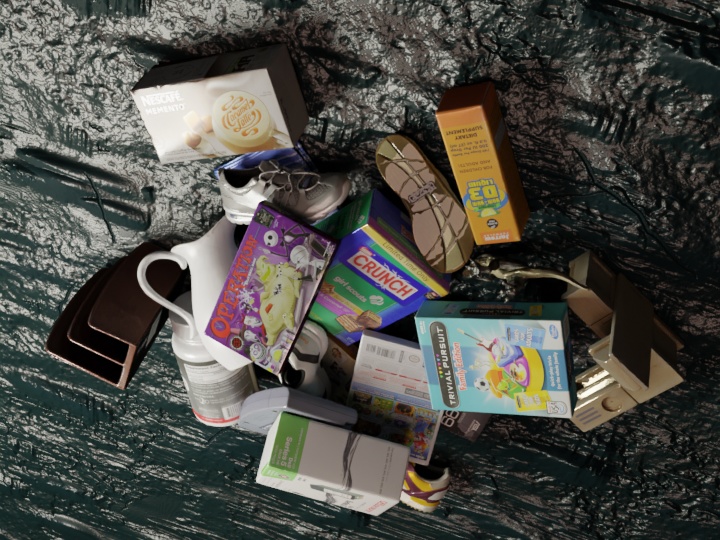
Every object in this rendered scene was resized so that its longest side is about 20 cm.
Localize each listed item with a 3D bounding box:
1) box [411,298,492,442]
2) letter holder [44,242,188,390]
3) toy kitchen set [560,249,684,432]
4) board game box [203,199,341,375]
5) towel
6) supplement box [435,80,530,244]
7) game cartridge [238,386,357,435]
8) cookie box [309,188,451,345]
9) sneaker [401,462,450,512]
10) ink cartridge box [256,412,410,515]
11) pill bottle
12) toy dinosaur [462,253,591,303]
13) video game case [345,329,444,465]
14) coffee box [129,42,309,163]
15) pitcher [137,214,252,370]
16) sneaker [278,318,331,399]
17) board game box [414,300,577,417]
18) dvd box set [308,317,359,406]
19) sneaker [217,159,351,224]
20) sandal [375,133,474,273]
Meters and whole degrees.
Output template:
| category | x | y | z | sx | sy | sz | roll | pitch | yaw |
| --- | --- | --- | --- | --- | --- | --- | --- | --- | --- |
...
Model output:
| category | x | y | z | sx | sy | sz | roll | pitch | yaw |
| --- | --- | --- | --- | --- | --- | --- | --- | --- | --- |
| box | 0.140 | 0.150 | 1.515 | 0.156 | 0.050 | 0.201 | 25 | 131 | 0 |
| letter holder | -0.361 | 0.049 | 1.504 | 0.141 | 0.201 | 0.101 | 25 | 130 | -2 |
| toy kitchen set | 0.305 | 0.125 | 1.369 | 0.200 | 0.164 | 0.180 | 42 | 128 | -15 |
| board game box | -0.118 | 0.024 | 1.343 | 0.119 | 0.032 | 0.202 | 28 | 107 | 11 |
| towel | -0.101 | -0.089 | 1.429 | 0.143 | 0.024 | 0.201 | -20 | 118 | 31 |
| supplement box | 0.157 | -0.131 | 1.284 | 0.066 | 0.069 | 0.202 | -7 | 126 | 25 |
| game cartridge | -0.104 | 0.216 | 1.517 | 0.132 | 0.041 | 0.200 | 17 | 157 | -23 |
| cookie box | 0.000 | 0.000 | 1.409 | 0.199 | 0.076 | 0.171 | -30 | 125 | 34 |
| sneaker | 0.051 | 0.322 | 1.671 | 0.197 | 0.075 | 0.091 | 18 | 122 | -5 |
| ink cartridge box | -0.042 | 0.285 | 1.486 | 0.197 | 0.085 | 0.146 | 17 | 157 | -6 |
| pill bottle | -0.228 | 0.133 | 1.582 | 0.112 | 0.114 | 0.202 | 2 | 127 | 17 |
| toy dinosaur | 0.194 | 0.006 | 1.327 | 0.199 | 0.087 | 0.048 | 15 | 111 | 46 |
| video game case | 0.053 | 0.188 | 1.486 | 0.141 | 0.018 | 0.202 | 14 | 121 | 3 |
| coffee box | -0.180 | -0.215 | 1.319 | 0.197 | 0.080 | 0.116 | -4 | 125 | 20 |
| pitcher | -0.210 | 0.044 | 1.444 | 0.170 | 0.121 | 0.202 | -24 | 89 | -1 |
| sneaker | -0.091 | 0.157 | 1.504 | 0.073 | 0.080 | 0.201 | 21 | 143 | 20 |
| board game box | 0.182 | 0.118 | 1.361 | 0.197 | 0.047 | 0.153 | 0 | 119 | 24 |
| dvd box set | -0.036 | 0.170 | 1.565 | 0.199 | 0.029 | 0.147 | 41 | 131 | 6 |
| sneaker | -0.107 | -0.108 | 1.351 | 0.197 | 0.075 | 0.083 | -5 | 129 | 24 |
| sandal | 0.089 | -0.094 | 1.347 | 0.080 | 0.054 | 0.201 | -28 | 100 | 19 |
